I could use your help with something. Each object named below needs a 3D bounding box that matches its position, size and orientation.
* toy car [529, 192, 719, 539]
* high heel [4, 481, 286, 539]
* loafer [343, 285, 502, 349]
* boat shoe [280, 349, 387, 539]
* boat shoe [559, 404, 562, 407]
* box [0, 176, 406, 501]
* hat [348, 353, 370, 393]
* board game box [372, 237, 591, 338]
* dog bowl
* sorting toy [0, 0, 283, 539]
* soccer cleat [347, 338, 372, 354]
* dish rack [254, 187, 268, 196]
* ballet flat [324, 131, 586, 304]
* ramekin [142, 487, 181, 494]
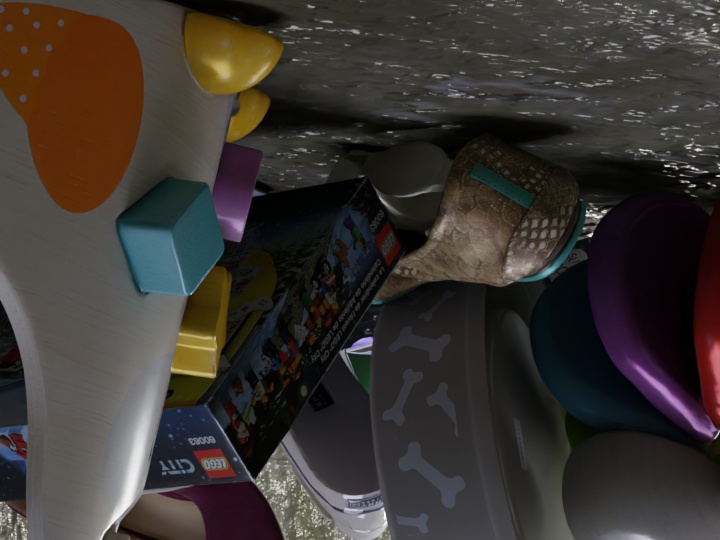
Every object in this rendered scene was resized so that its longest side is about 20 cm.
[{"bbox_3d":[0.157,0.030,0.895,0.199,0.176,0.150,-14,127,42],"label":"toy car"},{"bbox_3d":[-0.103,0.135,1.042,0.095,0.068,0.200,-17,-161,-23],"label":"high heel"},{"bbox_3d":[0.000,0.000,1.062,0.068,0.071,0.200,3,171,-33],"label":"loafer"},{"bbox_3d":[-0.032,0.064,1.172,0.070,0.201,0.070,-22,145,-16],"label":"boat shoe"},{"bbox_3d":[0.134,0.019,1.055,0.199,0.062,0.075,-24,180,2],"label":"boat shoe"},{"bbox_3d":[-0.095,0.031,0.826,0.199,0.038,0.137,-8,-148,37],"label":"box"},{"bbox_3d":[0.042,0.024,1.624,0.200,0.177,0.165,43,-163,25],"label":"hat"},{"bbox_3d":[0.088,0.077,1.096,0.134,0.201,0.035,-16,134,-1],"label":"board game box"},{"bbox_3d":[0.059,0.090,0.932,0.058,0.202,0.200,-14,170,16],"label":"dog bowl"},{"bbox_3d":[-0.085,0.016,0.670,0.106,0.182,0.200,4,175,-4],"label":"sorting toy"},{"bbox_3d":[0.062,0.022,1.209,0.198,0.069,0.073,0,-164,-3],"label":"soccer cleat"},{"bbox_3d":[-0.143,-0.029,0.996,0.170,0.044,0.200,1,176,15],"label":"dish rack"},{"bbox_3d":[0.022,-0.028,0.870,0.065,0.071,0.200,34,161,-18],"label":"ballet flat"},{"bbox_3d":[-0.143,0.045,1.071,0.200,0.095,0.202,-1,-171,0],"label":"ramekin"}]
